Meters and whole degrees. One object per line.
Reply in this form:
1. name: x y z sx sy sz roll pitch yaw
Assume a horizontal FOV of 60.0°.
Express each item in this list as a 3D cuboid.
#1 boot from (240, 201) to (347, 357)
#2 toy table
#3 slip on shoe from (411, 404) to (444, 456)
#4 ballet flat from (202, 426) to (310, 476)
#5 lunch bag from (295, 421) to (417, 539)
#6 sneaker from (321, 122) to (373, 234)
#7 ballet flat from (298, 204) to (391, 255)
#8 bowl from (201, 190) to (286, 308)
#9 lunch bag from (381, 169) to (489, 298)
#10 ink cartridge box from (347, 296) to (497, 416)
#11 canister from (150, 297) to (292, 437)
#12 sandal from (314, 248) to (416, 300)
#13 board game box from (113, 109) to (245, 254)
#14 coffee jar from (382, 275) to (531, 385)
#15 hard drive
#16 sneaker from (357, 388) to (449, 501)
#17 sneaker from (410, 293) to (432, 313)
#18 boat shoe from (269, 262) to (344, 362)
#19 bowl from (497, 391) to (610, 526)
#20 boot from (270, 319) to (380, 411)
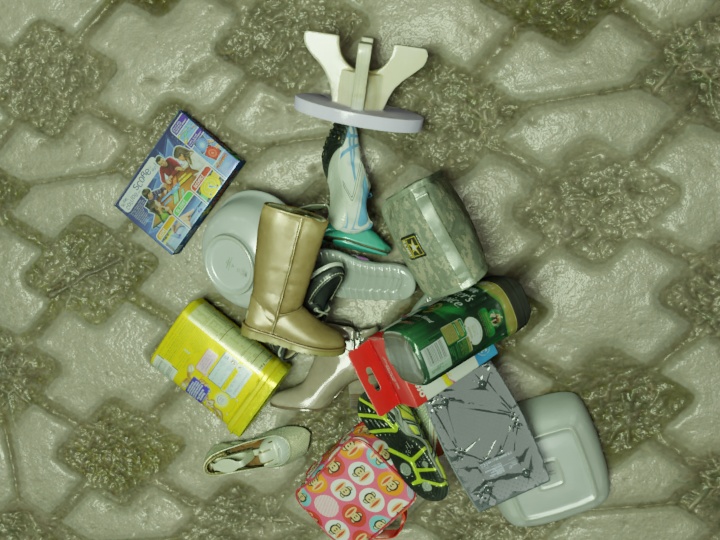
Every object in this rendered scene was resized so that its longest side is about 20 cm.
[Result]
1. boot: -0.081 0.018 0.924 0.173 0.066 0.202 13 103 -12
2. toy table: 0.004 -0.286 0.939 0.197 0.184 0.118 4 114 -12
3. slip on shoe: 0.126 0.214 1.035 0.061 0.074 0.203 7 89 -37
4. ballet flat: -0.180 0.323 1.083 0.198 0.062 0.068 -17 95 9
5. lunch bag: 0.007 0.368 1.038 0.176 0.082 0.200 44 114 2
6. sneaker: -0.017 -0.153 0.992 0.072 0.072 0.202 -23 64 50
7. ballet flat: -0.044 -0.071 1.017 0.197 0.067 0.071 8 86 5
8. bowl: -0.184 -0.020 0.993 0.199 0.090 0.204 10 111 26
9. lunch bag: 0.111 -0.056 0.930 0.117 0.200 0.165 -28 94 9
10. ink cartridge box: 0.094 0.124 0.939 0.199 0.067 0.117 -29 94 -20
11. canister: -0.237 0.161 1.059 0.199 0.087 0.149 37 100 3
12. sandal: 0.000 0.007 1.028 0.201 0.050 0.083 14 119 20
13. board game box: -0.307 -0.147 1.054 0.135 0.034 0.200 40 100 2
14. coffee jar: 0.136 0.078 0.868 0.199 0.104 0.086 -25 96 -22
15. hard drive: 0.192 0.254 0.965 0.134 0.042 0.202 -27 88 8
16. sneaker: 0.081 0.265 0.984 0.075 0.076 0.201 -47 69 33
17. sneaker: 0.090 0.107 1.021 0.074 0.082 0.201 37 76 -13
18. boat shoe: -0.083 0.069 1.007 0.200 0.074 0.061 -47 59 25
19. bowl: 0.300 0.317 1.016 0.198 0.075 0.202 -20 95 8
20. boot: -0.054 0.156 1.042 0.197 0.070 0.148 -1 100 -2
